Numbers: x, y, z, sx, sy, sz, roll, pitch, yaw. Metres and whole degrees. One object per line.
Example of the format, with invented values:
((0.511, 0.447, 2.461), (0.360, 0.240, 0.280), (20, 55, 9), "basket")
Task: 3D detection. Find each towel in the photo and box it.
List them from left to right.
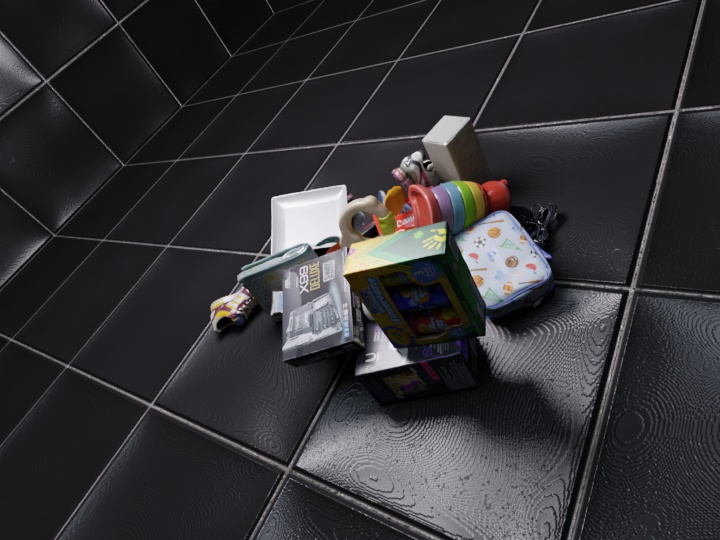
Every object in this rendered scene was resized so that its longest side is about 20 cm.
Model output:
((-0.164, 0.033, 1.191), (0.199, 0.172, 0.048), (-19, 39, 18), "towel")

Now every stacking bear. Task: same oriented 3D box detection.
((0.215, -0.134, 1.046), (0.199, 0.122, 0.114), (-13, 9, -13), "stacking bear")

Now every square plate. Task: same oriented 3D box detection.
((-0.123, -0.121, 1.264), (0.197, 0.029, 0.201), (-9, 53, 2), "square plate")

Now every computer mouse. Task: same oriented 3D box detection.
((0.307, -0.092, 1.089), (0.199, 0.053, 0.139), (13, 60, 30), "computer mouse")

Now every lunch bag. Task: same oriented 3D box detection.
((0.272, -0.010, 0.977), (0.160, 0.076, 0.201), (-29, 54, 8), "lunch bag")

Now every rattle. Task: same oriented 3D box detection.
((-0.003, -0.107, 1.152), (0.200, 0.130, 0.144), (-38, 34, 39), "rattle")

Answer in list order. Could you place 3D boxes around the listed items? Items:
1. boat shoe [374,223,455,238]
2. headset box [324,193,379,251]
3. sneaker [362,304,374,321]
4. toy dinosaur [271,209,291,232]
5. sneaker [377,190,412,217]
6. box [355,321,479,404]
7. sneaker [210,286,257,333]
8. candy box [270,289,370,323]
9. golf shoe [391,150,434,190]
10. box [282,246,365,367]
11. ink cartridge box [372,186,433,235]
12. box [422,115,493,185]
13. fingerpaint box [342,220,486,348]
((0.125, -0.079, 1.184), (0.199, 0.071, 0.071), (-23, 36, 11), "boat shoe")
((-0.034, -0.100, 1.310), (0.148, 0.077, 0.200), (-37, 41, -3), "headset box")
((0.099, 0.054, 1.004), (0.199, 0.075, 0.099), (-17, -4, -44), "sneaker")
((-0.181, -0.056, 1.321), (0.085, 0.136, 0.201), (-15, 43, 21), "toy dinosaur")
((0.089, -0.149, 1.285), (0.085, 0.078, 0.200), (7, 18, -13), "sneaker")
((0.104, 0.153, 0.932), (0.199, 0.106, 0.123), (-16, 40, 22), "box")
((-0.298, 0.092, 1.311), (0.199, 0.075, 0.090), (-31, 47, 14), "sneaker")
((-0.074, 0.076, 1.104), (0.199, 0.136, 0.061), (-13, 61, 24), "candy box")
((0.150, -0.212, 1.209), (0.092, 0.200, 0.073), (-44, 66, 8), "golf shoe")
((-0.076, 0.071, 0.989), (0.157, 0.050, 0.201), (-18, 57, 23), "box")
((0.119, -0.074, 1.126), (0.159, 0.047, 0.201), (-23, 74, 15), "ink cartridge box")
((0.230, -0.247, 1.176), (0.095, 0.200, 0.078), (-47, 41, -16), "box")
((0.093, 0.033, 0.817), (0.166, 0.200, 0.074), (-11, 43, 26), "fingerpaint box")
